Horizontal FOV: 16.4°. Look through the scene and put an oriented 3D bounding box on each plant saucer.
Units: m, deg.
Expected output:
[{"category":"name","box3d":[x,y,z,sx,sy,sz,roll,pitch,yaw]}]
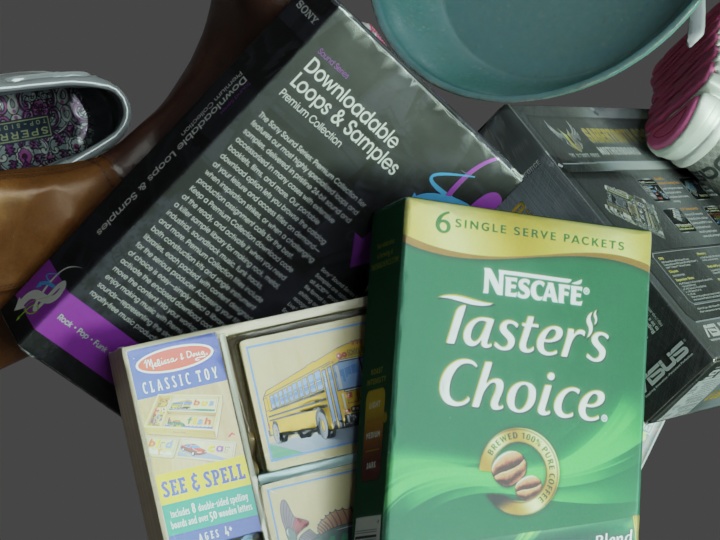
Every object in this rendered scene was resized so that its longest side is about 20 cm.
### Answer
[{"category":"plant saucer","box3d":[0.098,-0.163,1.183,0.036,0.199,0.201,37,63,-52]}]

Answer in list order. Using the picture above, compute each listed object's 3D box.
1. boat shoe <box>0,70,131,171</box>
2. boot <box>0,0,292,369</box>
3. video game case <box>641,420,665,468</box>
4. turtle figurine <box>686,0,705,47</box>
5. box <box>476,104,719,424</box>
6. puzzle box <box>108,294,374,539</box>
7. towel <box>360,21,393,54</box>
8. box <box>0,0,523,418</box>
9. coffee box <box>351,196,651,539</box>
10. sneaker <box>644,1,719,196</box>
[{"category":"boat shoe","box3d":[-0.192,-0.048,1.094,0.199,0.068,0.073,-10,89,-32]},{"category":"boot","box3d":[-0.113,-0.053,1.091,0.199,0.069,0.189,-15,130,-24]},{"category":"video game case","box3d":[0.046,0.089,1.210,0.199,0.023,0.183,22,98,-28]},{"category":"turtle figurine","box3d":[0.162,-0.231,1.283,0.194,0.200,0.144,-54,159,7]},{"category":"box","box3d":[0.144,-0.008,1.221,0.159,0.048,0.200,51,24,17]},{"category":"puzzle box","box3d":[-0.001,0.079,1.086,0.199,0.025,0.134,-12,85,-21]},{"category":"towel","box3d":[0.000,0.000,1.203,0.146,0.030,0.201,-36,104,-7]},{"category":"box","box3d":[-0.041,-0.012,1.094,0.200,0.036,0.143,-45,131,6]},{"category":"coffee box","box3d":[0.060,0.074,1.071,0.122,0.044,0.202,9,78,-18]},{"category":"sneaker","box3d":[0.203,-0.087,1.301,0.087,0.074,0.200,41,27,-7]}]
